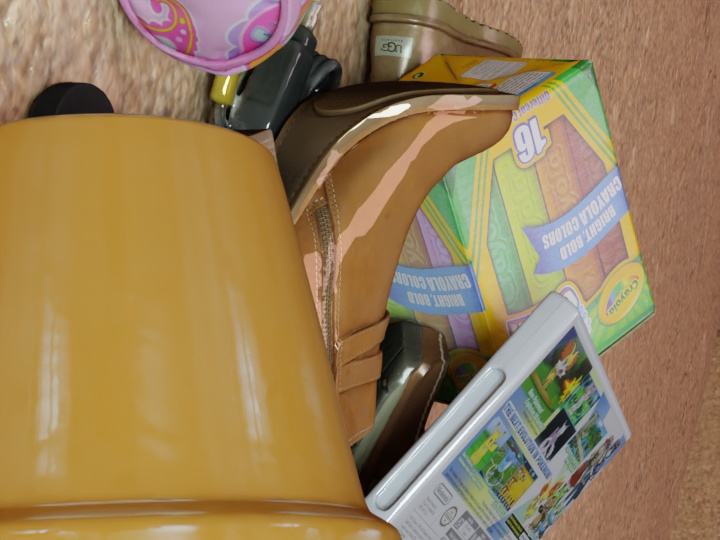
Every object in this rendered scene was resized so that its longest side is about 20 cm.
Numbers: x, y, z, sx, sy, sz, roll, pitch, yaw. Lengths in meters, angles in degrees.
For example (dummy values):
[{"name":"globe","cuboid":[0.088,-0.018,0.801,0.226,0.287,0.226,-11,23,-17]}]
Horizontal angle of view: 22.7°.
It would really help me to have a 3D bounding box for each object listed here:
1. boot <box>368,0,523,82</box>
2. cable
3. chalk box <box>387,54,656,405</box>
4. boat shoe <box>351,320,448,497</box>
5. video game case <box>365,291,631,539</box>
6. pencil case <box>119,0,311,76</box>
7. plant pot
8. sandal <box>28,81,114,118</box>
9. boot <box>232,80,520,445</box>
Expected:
[{"name":"boot","cuboid":[0.034,-0.056,1.100,0.175,0.066,0.202,11,88,-60]},{"name":"cable","cuboid":[-0.064,-0.052,0.848,0.201,0.050,0.097,-66,158,-10]},{"name":"chalk box","cuboid":[0.071,-0.003,0.990,0.124,0.123,0.201,-34,116,-32]},{"name":"boat shoe","cuboid":[0.012,0.115,0.987,0.076,0.073,0.201,-90,-160,-53]},{"name":"video game case","cuboid":[0.063,0.117,0.933,0.182,0.022,0.200,-47,153,-7]},{"name":"pencil case","cuboid":[-0.036,-0.174,0.784,0.088,0.087,0.201,82,24,-43]},{"name":"plant pot","cuboid":[-0.086,0.053,0.600,0.200,0.198,0.185,35,49,-70]},{"name":"sandal","cuboid":[-0.111,0.028,0.708,0.075,0.045,0.202,-17,115,-71]},{"name":"boot","cuboid":[0.000,0.000,0.819,0.199,0.076,0.157,-22,109,-38]}]
